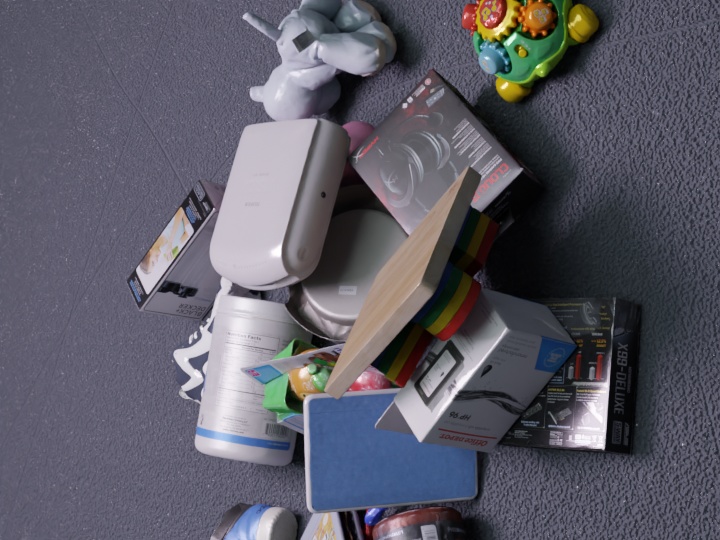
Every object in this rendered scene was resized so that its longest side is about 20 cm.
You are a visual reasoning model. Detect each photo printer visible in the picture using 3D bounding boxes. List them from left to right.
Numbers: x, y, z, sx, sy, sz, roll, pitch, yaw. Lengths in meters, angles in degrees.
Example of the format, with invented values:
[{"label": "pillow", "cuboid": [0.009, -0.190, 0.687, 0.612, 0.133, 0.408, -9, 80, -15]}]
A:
[{"label": "photo printer", "cuboid": [-0.101, -0.076, 1.665, 0.166, 0.069, 0.202, 3, 74, 51]}]

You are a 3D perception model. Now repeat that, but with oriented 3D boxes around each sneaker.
[{"label": "sneaker", "cuboid": [-0.209, 0.091, 1.920, 0.129, 0.079, 0.202, 4, 93, 38]}, {"label": "sneaker", "cuboid": [-0.152, 0.396, 1.787, 0.110, 0.076, 0.202, 2, 78, 41]}]

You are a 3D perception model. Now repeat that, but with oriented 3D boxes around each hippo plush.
[{"label": "hippo plush", "cuboid": [-0.052, -0.250, 1.796, 0.158, 0.200, 0.162, 31, 126, 15]}]

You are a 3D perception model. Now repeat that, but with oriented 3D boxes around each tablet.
[{"label": "tablet", "cuboid": [0.035, 0.196, 1.552, 0.014, 0.198, 0.132, -174, 82, -75]}]

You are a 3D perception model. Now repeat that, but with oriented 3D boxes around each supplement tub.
[{"label": "supplement tub", "cuboid": [-0.135, 0.141, 1.795, 0.131, 0.131, 0.203, 3, 82, 47]}, {"label": "supplement tub", "cuboid": [0.079, 0.368, 1.533, 0.107, 0.106, 0.202, -30, 61, 38]}]

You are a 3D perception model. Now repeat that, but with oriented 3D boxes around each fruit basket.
[{"label": "fruit basket", "cuboid": [-0.014, 0.139, 1.629, 0.199, 0.184, 0.095, -10, 60, 45]}]

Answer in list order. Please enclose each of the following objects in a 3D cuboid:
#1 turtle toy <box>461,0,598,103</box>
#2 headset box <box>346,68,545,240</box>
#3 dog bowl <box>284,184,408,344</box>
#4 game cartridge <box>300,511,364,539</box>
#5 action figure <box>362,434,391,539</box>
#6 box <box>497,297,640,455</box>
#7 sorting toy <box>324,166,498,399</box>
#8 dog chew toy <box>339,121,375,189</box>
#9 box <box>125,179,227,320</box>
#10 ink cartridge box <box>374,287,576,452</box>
[{"label": "turtle toy", "cuboid": [0.171, -0.298, 1.597, 0.146, 0.100, 0.202, -42, 53, 32]}, {"label": "headset box", "cuboid": [0.102, -0.104, 1.602, 0.149, 0.077, 0.201, -44, 59, 12]}, {"label": "dog bowl", "cuboid": [0.000, 0.000, 1.681, 0.198, 0.059, 0.202, -7, 65, 15]}, {"label": "game cartridge", "cuboid": [-0.041, 0.348, 1.647, 0.134, 0.041, 0.200, -61, 15, 12]}, {"label": "action figure", "cuboid": [0.032, 0.231, 1.609, 0.066, 0.051, 0.202, -77, -8, -65]}, {"label": "box", "cuboid": [0.201, 0.111, 1.504, 0.199, 0.049, 0.160, -4, 78, 46]}, {"label": "sorting toy", "cuboid": [0.065, 0.027, 1.454, 0.200, 0.069, 0.200, -50, 10, 42]}, {"label": "dog chew toy", "cuboid": [-0.048, -0.127, 1.782, 0.199, 0.124, 0.126, -22, 65, 32]}, {"label": "box", "cuboid": [-0.221, -0.025, 1.939, 0.200, 0.116, 0.060, -49, 52, 25]}, {"label": "ink cartridge box", "cuboid": [0.118, 0.122, 1.467, 0.201, 0.115, 0.068, -54, 46, 23]}]
